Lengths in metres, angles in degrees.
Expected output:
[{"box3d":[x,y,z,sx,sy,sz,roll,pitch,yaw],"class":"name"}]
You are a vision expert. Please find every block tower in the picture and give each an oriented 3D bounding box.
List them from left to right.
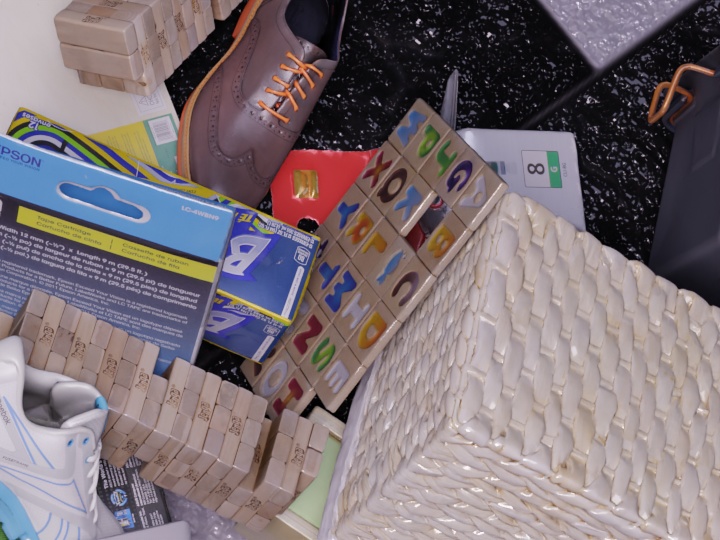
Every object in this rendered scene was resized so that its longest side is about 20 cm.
[{"box3d":[-0.120,0.080,1.489,0.199,0.058,0.054,25,51,-13],"class":"block tower"},{"box3d":[-0.112,-0.183,1.642,0.058,0.054,0.200,13,42,28],"class":"block tower"}]

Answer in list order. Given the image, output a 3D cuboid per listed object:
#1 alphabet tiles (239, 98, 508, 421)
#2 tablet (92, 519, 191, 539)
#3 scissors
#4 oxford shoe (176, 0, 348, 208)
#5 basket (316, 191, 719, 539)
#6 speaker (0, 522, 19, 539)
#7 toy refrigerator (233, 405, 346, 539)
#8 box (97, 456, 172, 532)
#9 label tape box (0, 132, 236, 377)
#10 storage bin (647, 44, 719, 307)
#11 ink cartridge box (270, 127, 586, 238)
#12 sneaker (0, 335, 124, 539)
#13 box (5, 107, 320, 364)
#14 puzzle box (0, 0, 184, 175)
[{"box3d":[0.000,0.000,1.573,0.008,0.167,0.200,35,97,-25],"class":"alphabet tiles"},{"box3d":[-0.121,0.246,1.465,0.130,0.014,0.201,-4,89,-62],"class":"tablet"},{"box3d":[0.051,-0.030,1.654,0.073,0.014,0.201,21,72,11],"class":"scissors"},{"box3d":[-0.059,-0.114,1.645,0.071,0.072,0.201,30,59,-22],"class":"oxford shoe"},{"box3d":[0.108,0.097,1.515,0.197,0.161,0.201,28,46,-13],"class":"basket"},{"box3d":[-0.221,0.185,1.447,0.088,0.088,0.201,-19,78,-22],"class":"speaker"},{"box3d":[0.031,0.173,1.580,0.200,0.070,0.076,35,64,-2],"class":"toy refrigerator"},{"box3d":[-0.212,0.139,1.536,0.192,0.048,0.201,-13,75,-18],"class":"box"},{"box3d":[-0.148,-0.014,1.477,0.142,0.200,0.066,17,51,-2],"class":"label tape box"},{"box3d":[0.248,-0.056,1.667,0.145,0.200,0.135,20,75,-8],"class":"storage bin"},{"box3d":[0.047,-0.010,1.666,0.199,0.050,0.162,1,70,-18],"class":"ink cartridge box"},{"box3d":[-0.166,0.106,1.439,0.086,0.200,0.075,-27,47,10],"class":"sneaker"},{"box3d":[-0.130,-0.019,1.575,0.199,0.070,0.065,23,61,-8],"class":"box"},{"box3d":[-0.184,-0.095,1.641,0.132,0.025,0.201,-16,76,-21],"class":"puzzle box"}]
